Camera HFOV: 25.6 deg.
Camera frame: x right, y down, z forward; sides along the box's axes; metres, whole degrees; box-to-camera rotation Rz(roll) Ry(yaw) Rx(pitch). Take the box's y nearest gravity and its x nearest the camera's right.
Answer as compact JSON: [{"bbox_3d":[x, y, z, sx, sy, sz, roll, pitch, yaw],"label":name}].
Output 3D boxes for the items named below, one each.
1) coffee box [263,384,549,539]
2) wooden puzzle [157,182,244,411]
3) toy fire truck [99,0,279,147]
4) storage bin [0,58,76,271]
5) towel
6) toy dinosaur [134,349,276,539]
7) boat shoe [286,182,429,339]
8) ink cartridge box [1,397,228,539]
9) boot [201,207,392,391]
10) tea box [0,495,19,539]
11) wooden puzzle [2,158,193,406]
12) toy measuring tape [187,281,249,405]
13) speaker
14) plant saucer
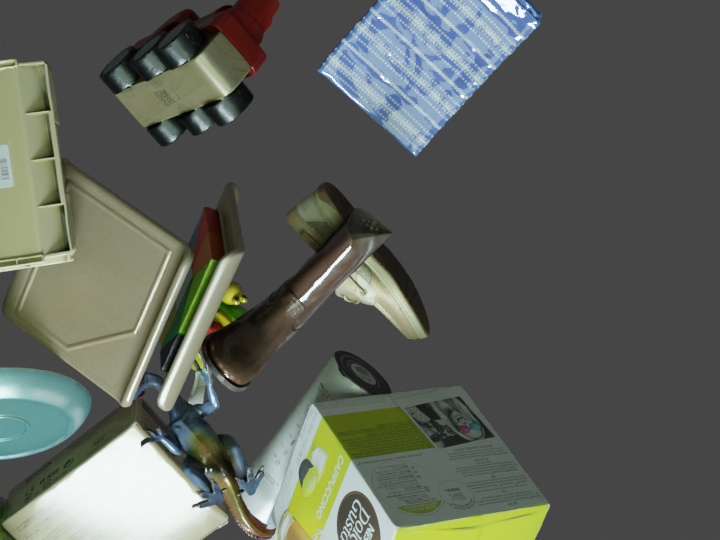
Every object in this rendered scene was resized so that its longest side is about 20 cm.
[{"bbox_3d":[0.045,0.269,1.691,0.198,0.198,0.201,-3,127,-33],"label":"coffee box"},{"bbox_3d":[-0.169,0.021,1.613,0.037,0.200,0.186,21,110,-13],"label":"wooden puzzle"},{"bbox_3d":[-0.148,-0.244,1.549,0.129,0.175,0.201,48,60,-21],"label":"toy fire truck"},{"bbox_3d":[-0.389,-0.097,1.566,0.196,0.094,0.203,-8,91,-2],"label":"storage bin"},{"bbox_3d":[0.073,-0.232,1.625,0.144,0.024,0.200,39,104,-18],"label":"towel"},{"bbox_3d":[-0.188,0.187,1.702,0.104,0.181,0.202,-26,131,-21],"label":"toy dinosaur"},{"bbox_3d":[0.000,0.000,1.696,0.064,0.071,0.201,-35,102,15],"label":"boat shoe"},{"bbox_3d":[-0.272,0.263,1.775,0.199,0.075,0.165,-36,113,9],"label":"ink cartridge box"},{"bbox_3d":[-0.059,0.022,1.577,0.200,0.187,0.064,-41,95,18],"label":"boot"},{"bbox_3d":[-0.476,0.301,1.706,0.134,0.197,0.200,-43,109,12],"label":"tea box"},{"bbox_3d":[-0.269,0.011,1.630,0.199,0.037,0.186,35,111,24],"label":"wooden puzzle"},{"bbox_3d":[-0.149,0.107,1.721,0.073,0.074,0.202,9,112,-9],"label":"toy measuring tape"},{"bbox_3d":[-0.054,0.190,1.761,0.081,0.081,0.201,31,106,-17],"label":"speaker"},{"bbox_3d":[-0.384,0.158,1.682,0.197,0.028,0.201,-9,151,-5],"label":"plant saucer"}]
